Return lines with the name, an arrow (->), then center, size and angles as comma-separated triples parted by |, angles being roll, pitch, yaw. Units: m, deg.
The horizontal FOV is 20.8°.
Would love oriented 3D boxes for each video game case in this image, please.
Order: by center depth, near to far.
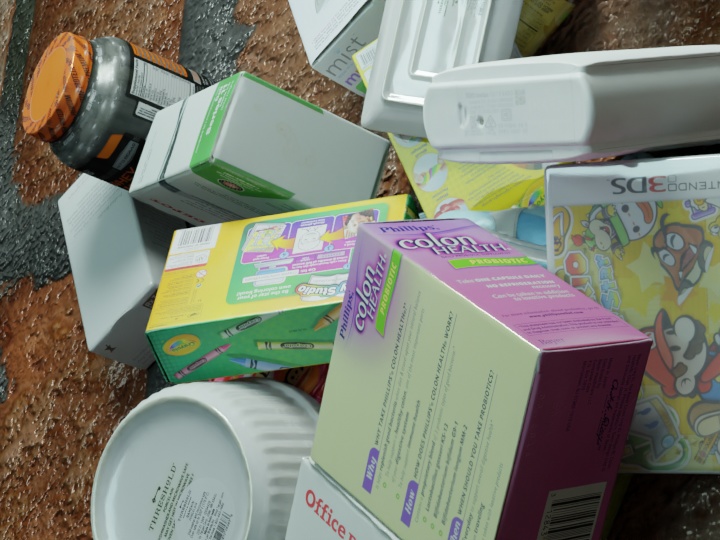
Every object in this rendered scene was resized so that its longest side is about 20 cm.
video game case -> 0.206, 0.028, 1.249 | 0.181, 0.023, 0.202 | -2, 90, 28

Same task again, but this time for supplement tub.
supplement tub -> -0.192, -0.130, 1.753 | 0.122, 0.199, 0.123 | -39, 40, 42

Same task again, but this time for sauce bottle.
sauce bottle -> 0.097, -0.170, 1.552 | 0.200, 0.064, 0.065 | -50, 40, 20

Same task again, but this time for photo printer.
photo printer -> 0.168, -0.114, 1.335 | 0.166, 0.199, 0.070 | 3, 99, 52

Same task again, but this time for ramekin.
ramekin -> -0.109, 0.176, 1.463 | 0.199, 0.105, 0.202 | -8, 77, 34

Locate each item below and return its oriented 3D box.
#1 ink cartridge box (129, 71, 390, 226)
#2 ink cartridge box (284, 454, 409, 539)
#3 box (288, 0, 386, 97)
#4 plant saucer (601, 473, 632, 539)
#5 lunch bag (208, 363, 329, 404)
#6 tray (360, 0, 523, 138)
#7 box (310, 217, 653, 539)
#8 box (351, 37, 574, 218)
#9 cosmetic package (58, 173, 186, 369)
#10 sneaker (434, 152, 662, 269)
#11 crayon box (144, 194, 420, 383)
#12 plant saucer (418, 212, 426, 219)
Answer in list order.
ink cartridge box -> -0.087, -0.084, 1.623 | 0.200, 0.146, 0.084 | -11, 58, 63
ink cartridge box -> 0.009, 0.245, 1.363 | 0.145, 0.083, 0.202 | 36, 121, 49
box -> 0.031, -0.276, 1.661 | 0.200, 0.096, 0.177 | -44, 43, 25
plant saucer -> 0.120, 0.138, 1.374 | 0.199, 0.048, 0.201 | 20, 86, 52
lunch bag -> -0.078, 0.126, 1.596 | 0.201, 0.082, 0.176 | -59, 34, 5
tray -> 0.067, -0.198, 1.467 | 0.106, 0.022, 0.202 | 10, 83, 18
box -> 0.073, 0.086, 1.274 | 0.200, 0.096, 0.177 | 35, 121, 47
box -> 0.086, -0.105, 1.488 | 0.117, 0.048, 0.201 | -31, 70, 21
cosmetic package -> -0.215, -0.017, 1.837 | 0.102, 0.074, 0.201 | -43, 45, 27
sneaker -> 0.148, -0.031, 1.375 | 0.199, 0.080, 0.131 | 16, 58, 32
crayon box -> -0.054, 0.014, 1.487 | 0.198, 0.059, 0.119 | -8, 39, 16
plant saucer -> 0.000, 0.000, 1.541 | 0.198, 0.019, 0.070 | -18, 53, 9
